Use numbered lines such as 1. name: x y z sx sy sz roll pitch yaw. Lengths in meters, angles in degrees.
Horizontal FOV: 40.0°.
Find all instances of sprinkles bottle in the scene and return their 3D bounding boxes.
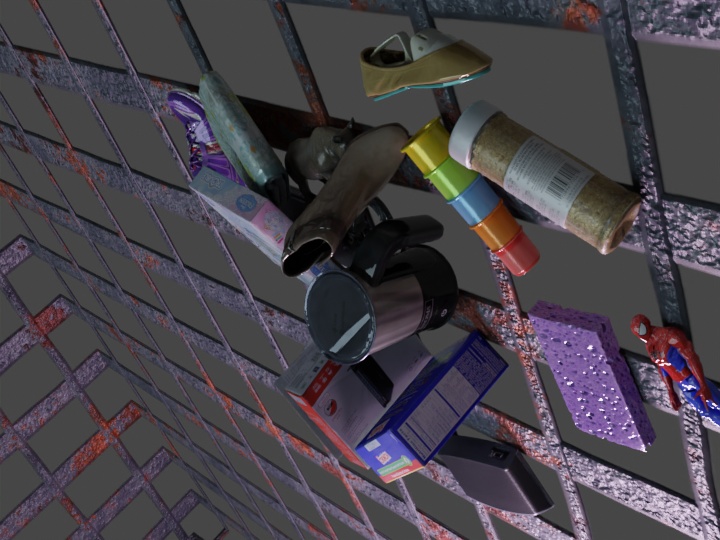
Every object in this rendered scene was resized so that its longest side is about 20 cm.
1. sprinkles bottle: 0.183 -0.096 0.999 0.199 0.068 0.069 36 153 23

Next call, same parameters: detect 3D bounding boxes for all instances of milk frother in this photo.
1. milk frother: 0.000 0.000 1.283 0.197 0.187 0.184 16 109 35

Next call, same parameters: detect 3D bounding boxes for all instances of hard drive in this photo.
1. hard drive: 0.213 0.334 1.608 0.136 0.042 0.199 56 154 -17

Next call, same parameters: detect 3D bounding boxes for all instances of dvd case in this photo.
1. dvd case: -0.061 -0.055 1.506 0.198 0.025 0.152 24 147 42

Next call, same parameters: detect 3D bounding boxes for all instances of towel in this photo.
1. towel: -0.163 -0.172 1.393 0.172 0.048 0.200 54 172 7

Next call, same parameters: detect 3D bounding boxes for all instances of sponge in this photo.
1. sponge: 0.284 0.130 1.214 0.111 0.030 0.202 13 139 51

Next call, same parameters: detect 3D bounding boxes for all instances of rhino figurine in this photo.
1. rhino figurine: -0.039 -0.147 1.293 0.088 0.060 0.199 56 152 -12

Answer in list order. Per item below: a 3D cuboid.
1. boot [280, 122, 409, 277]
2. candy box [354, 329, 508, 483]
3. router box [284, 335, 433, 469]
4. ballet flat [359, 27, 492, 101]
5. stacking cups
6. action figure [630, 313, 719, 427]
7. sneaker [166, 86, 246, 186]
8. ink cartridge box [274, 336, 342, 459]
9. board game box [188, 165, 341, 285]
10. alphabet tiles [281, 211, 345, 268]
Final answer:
1. boot: -0.022 -0.075 1.189 0.070 0.147 0.200 36 131 -11
2. candy box: 0.098 0.195 1.403 0.077 0.200 0.169 45 155 1
3. router box: 0.008 0.158 1.470 0.048 0.201 0.180 10 147 52
4. ballet flat: 0.057 -0.219 1.031 0.199 0.068 0.064 2 116 56
5. stacking cups: 0.127 -0.077 1.126 0.201 0.060 0.060 52 155 -9
6. action figure: 0.360 0.126 1.067 0.201 0.052 0.065 51 159 -1
7. sneaker: -0.240 -0.190 1.527 0.080 0.083 0.202 1 128 57
8. ink cartridge box: -0.034 0.176 1.587 0.163 0.200 0.057 50 153 -7
9. board game box: -0.126 -0.052 1.391 0.199 0.044 0.199 43 172 -38
10. alphabet tiles: -0.103 -0.057 1.449 0.166 0.006 0.200 40 173 -18
